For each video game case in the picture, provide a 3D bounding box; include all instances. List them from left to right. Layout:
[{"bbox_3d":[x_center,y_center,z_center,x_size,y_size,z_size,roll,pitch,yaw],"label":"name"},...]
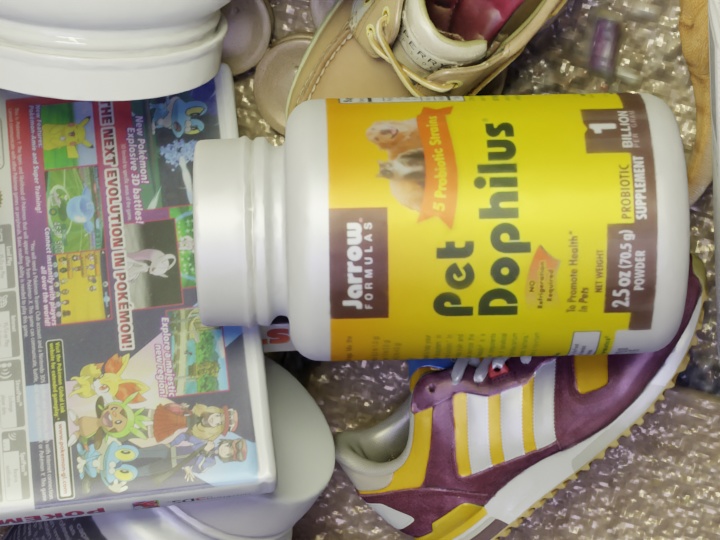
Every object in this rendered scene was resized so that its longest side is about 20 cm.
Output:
[{"bbox_3d":[-0.136,0.011,1.007,0.181,0.023,0.201,-6,67,-2],"label":"video game case"}]

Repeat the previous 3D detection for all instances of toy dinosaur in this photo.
[{"bbox_3d":[0.161,-0.096,1.002,0.106,0.060,0.201,7,108,33],"label":"toy dinosaur"}]

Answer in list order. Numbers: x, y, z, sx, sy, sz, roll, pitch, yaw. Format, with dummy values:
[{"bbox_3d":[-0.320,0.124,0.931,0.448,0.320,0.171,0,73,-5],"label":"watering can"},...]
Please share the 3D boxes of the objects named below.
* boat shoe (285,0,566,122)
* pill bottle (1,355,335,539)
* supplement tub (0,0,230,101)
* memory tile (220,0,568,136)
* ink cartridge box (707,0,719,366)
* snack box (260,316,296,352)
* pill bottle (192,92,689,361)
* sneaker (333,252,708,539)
[{"bbox_3d":[0.034,-0.110,0.988,0.074,0.066,0.200,40,115,-6],"label":"boat shoe"},{"bbox_3d":[-0.103,0.131,1.092,0.113,0.113,0.200,36,124,-4],"label":"pill bottle"},{"bbox_3d":[-0.112,-0.185,0.962,0.144,0.145,0.201,9,112,8],"label":"supplement tub"},{"bbox_3d":[0.015,-0.140,1.026,0.153,0.017,0.200,35,115,-4],"label":"memory tile"},{"bbox_3d":[0.238,-0.033,0.975,0.175,0.045,0.201,-5,130,5],"label":"ink cartridge box"},{"bbox_3d":[0.000,0.000,1.040,0.199,0.072,0.024,-4,141,3],"label":"snack box"},{"bbox_3d":[0.032,-0.018,0.959,0.199,0.109,0.110,-2,112,-1],"label":"pill bottle"},{"bbox_3d":[0.071,0.051,1.059,0.090,0.075,0.200,38,113,-12],"label":"sneaker"}]
